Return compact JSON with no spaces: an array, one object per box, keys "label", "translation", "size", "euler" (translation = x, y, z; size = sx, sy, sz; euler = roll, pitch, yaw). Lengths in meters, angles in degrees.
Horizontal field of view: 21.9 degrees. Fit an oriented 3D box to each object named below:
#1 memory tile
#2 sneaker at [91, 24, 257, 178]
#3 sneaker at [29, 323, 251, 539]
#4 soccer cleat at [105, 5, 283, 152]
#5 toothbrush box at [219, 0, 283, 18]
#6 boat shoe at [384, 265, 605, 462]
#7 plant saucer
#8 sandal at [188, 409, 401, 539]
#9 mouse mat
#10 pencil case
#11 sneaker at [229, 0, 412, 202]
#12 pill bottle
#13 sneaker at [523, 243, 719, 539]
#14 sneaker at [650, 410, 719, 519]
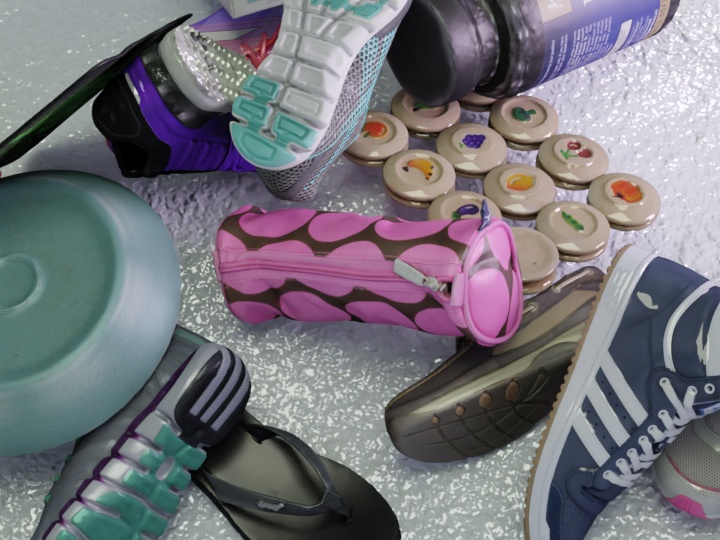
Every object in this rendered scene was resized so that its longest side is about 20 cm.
[{"label":"memory tile","translation":[0.092,-0.069,1.256],"size":[0.153,0.017,0.200],"euler":[-28,54,-29]},{"label":"sneaker","translation":[-0.114,-0.095,1.216],"size":[0.099,0.200,0.070],"euler":[-32,70,12]},{"label":"sneaker","translation":[-0.154,0.119,1.141],"size":[0.087,0.074,0.200],"euler":[32,78,39]},{"label":"soccer cleat","translation":[-0.093,-0.143,1.294],"size":[0.076,0.067,0.200],"euler":[25,55,37]},{"label":"toothbrush box","translation":[-0.056,-0.266,1.312],"size":[0.145,0.086,0.200],"euler":[-18,31,-12]},{"label":"boat shoe","translation":[0.095,0.058,1.192],"size":[0.199,0.075,0.073],"euler":[-22,52,-24]},{"label":"plant saucer","translation":[-0.210,0.015,1.142],"size":[0.198,0.036,0.201],"euler":[-5,61,9]},{"label":"sandal","translation":[-0.065,0.124,1.156],"size":[0.199,0.043,0.076],"euler":[32,64,16]},{"label":"mouse mat","translation":[-0.189,-0.101,1.176],"size":[0.161,0.200,0.008],"euler":[-36,98,19]},{"label":"pencil case","translation":[0.000,0.000,1.164],"size":[0.199,0.092,0.094],"euler":[2,15,31]},{"label":"sneaker","translation":[-0.020,-0.129,1.194],"size":[0.077,0.091,0.201],"euler":[23,65,19]},{"label":"pill bottle","translation":[0.116,-0.185,1.285],"size":[0.199,0.112,0.112],"euler":[-25,63,-28]},{"label":"sneaker","translation":[0.175,0.094,1.119],"size":[0.108,0.070,0.201],"euler":[20,91,24]},{"label":"sneaker","translation":[0.242,0.062,1.175],"size":[0.081,0.088,0.201],"euler":[23,62,11]}]
